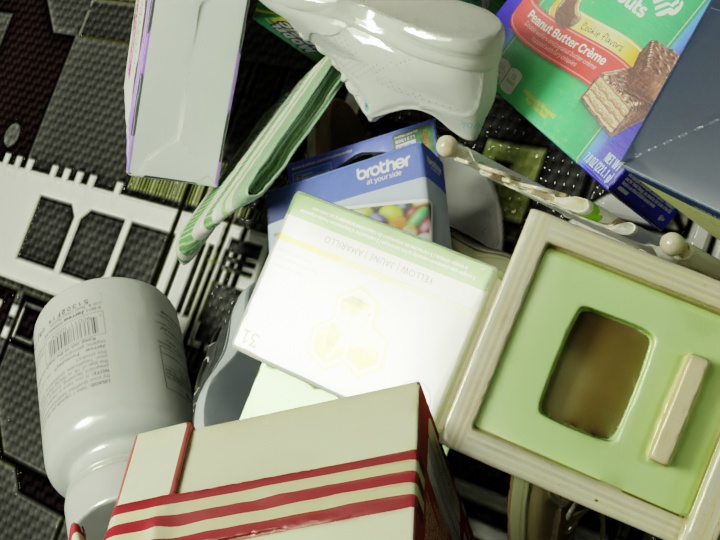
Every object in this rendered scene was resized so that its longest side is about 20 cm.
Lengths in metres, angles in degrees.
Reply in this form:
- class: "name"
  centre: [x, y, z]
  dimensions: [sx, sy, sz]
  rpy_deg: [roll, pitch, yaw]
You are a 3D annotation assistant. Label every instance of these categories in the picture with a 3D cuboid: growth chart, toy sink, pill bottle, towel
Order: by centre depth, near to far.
- class: "toy sink"
  centre: [0.158, 0.069, 0.753]
  dimensions: [0.199, 0.112, 0.131]
  rpy_deg: [23, 87, 10]
- class: "growth chart"
  centre: [0.143, -0.028, 0.850]
  dimensions: [0.199, 0.144, 0.018]
  rpy_deg: [30, 95, 46]
- class: "towel"
  centre: [-0.068, -0.083, 1.041]
  dimensions: [0.153, 0.023, 0.200]
  rpy_deg: [-57, 12, -23]
- class: "pill bottle"
  centre: [-0.177, 0.112, 1.064]
  dimensions: [0.114, 0.114, 0.201]
  rpy_deg: [-39, 43, 21]

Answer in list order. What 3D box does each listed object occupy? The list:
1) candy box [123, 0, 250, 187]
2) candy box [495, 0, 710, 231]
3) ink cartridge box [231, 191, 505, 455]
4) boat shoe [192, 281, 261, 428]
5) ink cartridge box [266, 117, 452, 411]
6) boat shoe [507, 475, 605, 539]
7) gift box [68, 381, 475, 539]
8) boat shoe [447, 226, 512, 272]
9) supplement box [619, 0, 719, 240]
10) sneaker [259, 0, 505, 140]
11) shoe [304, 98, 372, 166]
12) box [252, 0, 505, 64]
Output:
- class: "candy box"
  centre: [-0.134, -0.180, 1.104]
  dimensions: [0.200, 0.071, 0.169]
  rpy_deg: [-110, 30, -64]
- class: "candy box"
  centre: [0.186, -0.158, 0.909]
  dimensions: [0.200, 0.077, 0.169]
  rpy_deg: [-51, 47, 11]
- class: "ink cartridge box"
  centre: [-0.011, 0.072, 0.849]
  dimensions: [0.145, 0.048, 0.201]
  rpy_deg: [22, 87, 29]
- class: "boat shoe"
  centre: [-0.088, 0.086, 1.014]
  dimensions: [0.066, 0.070, 0.201]
  rpy_deg: [-48, 21, 30]
- class: "ink cartridge box"
  centre: [0.000, 0.000, 0.921]
  dimensions: [0.118, 0.042, 0.202]
  rpy_deg: [-15, 62, 24]
- class: "boat shoe"
  centre: [0.131, 0.090, 0.843]
  dimensions: [0.062, 0.073, 0.202]
  rpy_deg: [13, 96, 19]
- class: "gift box"
  centre: [-0.035, 0.179, 0.746]
  dimensions: [0.185, 0.186, 0.200]
  rpy_deg: [-13, 26, 10]
- class: "boat shoe"
  centre: [0.060, 0.012, 0.950]
  dimensions: [0.199, 0.075, 0.074]
  rpy_deg: [27, 93, 44]
- class: "supplement box"
  centre: [0.274, -0.040, 0.699]
  dimensions: [0.200, 0.199, 0.135]
  rpy_deg: [33, 95, 43]
- class: "sneaker"
  centre: [0.001, -0.142, 0.933]
  dimensions: [0.199, 0.075, 0.089]
  rpy_deg: [30, 133, 33]
- class: "shoe"
  centre: [-0.026, -0.029, 1.041]
  dimensions: [0.053, 0.070, 0.202]
  rpy_deg: [-12, 67, 27]
- class: "box"
  centre: [0.014, -0.175, 1.036]
  dimensions: [0.199, 0.117, 0.049]
  rpy_deg: [11, 78, 43]
